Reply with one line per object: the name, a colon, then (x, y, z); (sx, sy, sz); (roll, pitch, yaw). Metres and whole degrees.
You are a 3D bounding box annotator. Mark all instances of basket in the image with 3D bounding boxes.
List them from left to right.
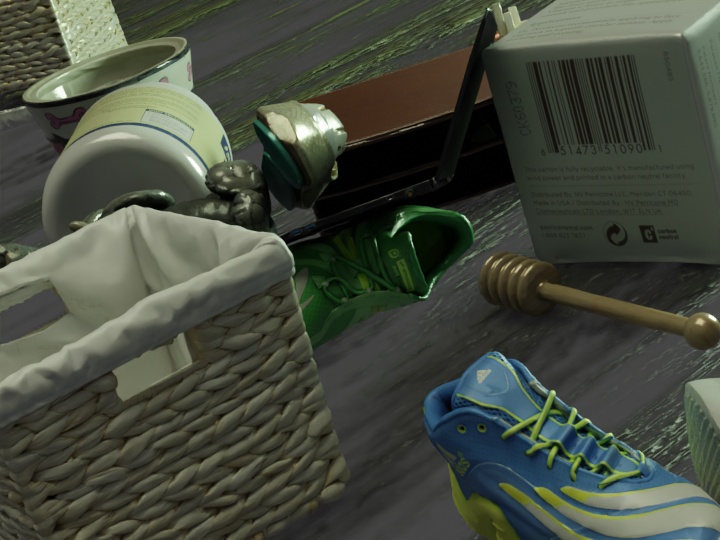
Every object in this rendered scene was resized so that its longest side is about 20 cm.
basket: (-0.418, -0.282, 2.247); (0.196, 0.162, 0.200); (-11, 23, 17)
basket: (-0.145, 0.078, 1.030); (0.197, 0.162, 0.199); (-28, 23, -27)

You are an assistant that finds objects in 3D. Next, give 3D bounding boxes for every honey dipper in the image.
honey dipper: (0.150, 0.022, 1.136); (0.038, 0.038, 0.199); (-28, 25, -28)

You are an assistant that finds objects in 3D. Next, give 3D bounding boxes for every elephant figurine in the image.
elephant figurine: (-0.161, -0.008, 1.319); (0.198, 0.156, 0.142); (-8, 42, 3)

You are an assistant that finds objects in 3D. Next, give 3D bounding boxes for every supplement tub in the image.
supplement tub: (-0.183, -0.075, 1.515); (0.144, 0.146, 0.200); (-15, 20, 7)

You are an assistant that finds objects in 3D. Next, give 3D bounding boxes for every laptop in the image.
laptop: (0.018, -0.098, 1.276); (0.198, 0.104, 0.177); (-19, 1, 8)

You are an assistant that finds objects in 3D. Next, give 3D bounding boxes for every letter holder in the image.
letter holder: (0.048, -0.097, 1.445); (0.198, 0.101, 0.142); (-18, 22, 1)

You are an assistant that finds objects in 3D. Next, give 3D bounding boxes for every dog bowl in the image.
dog bowl: (-0.276, -0.193, 2.013); (0.198, 0.074, 0.200); (-17, 19, 6)

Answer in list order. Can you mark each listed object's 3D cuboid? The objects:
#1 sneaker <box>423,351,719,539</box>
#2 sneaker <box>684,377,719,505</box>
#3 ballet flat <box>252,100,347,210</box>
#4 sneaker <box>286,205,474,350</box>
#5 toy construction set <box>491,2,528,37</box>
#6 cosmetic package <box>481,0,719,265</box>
sneaker: (0.091, 0.098, 0.864); (0.076, 0.105, 0.199); (-47, 25, -21)
sneaker: (0.213, 0.105, 0.822); (0.081, 0.075, 0.200); (-11, 27, -8)
ballet flat: (-0.040, -0.091, 1.273); (0.062, 0.068, 0.200); (-38, -2, -7)
sneaker: (0.000, 0.000, 1.250); (0.199, 0.075, 0.083); (-32, 12, -36)
toy construction set: (0.203, -0.189, 1.503); (0.198, 0.132, 0.092); (-11, 20, 19)
cosmetic package: (0.219, -0.120, 1.257); (0.164, 0.166, 0.200); (2, 28, 42)
